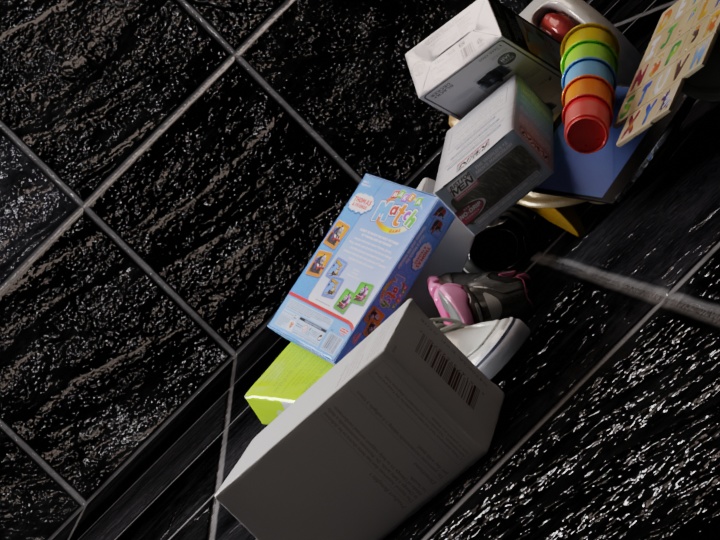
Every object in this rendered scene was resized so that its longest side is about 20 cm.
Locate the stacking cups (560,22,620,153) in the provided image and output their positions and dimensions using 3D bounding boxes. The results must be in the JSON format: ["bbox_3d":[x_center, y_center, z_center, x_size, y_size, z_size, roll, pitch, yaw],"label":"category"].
[{"bbox_3d":[0.214,-0.175,1.445,0.061,0.061,0.200,-42,14,28],"label":"stacking cups"}]

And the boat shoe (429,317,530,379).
[{"bbox_3d":[0.067,0.075,1.371,0.075,0.086,0.202,-49,6,-37],"label":"boat shoe"}]

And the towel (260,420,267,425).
[{"bbox_3d":[-0.047,0.093,1.744,0.200,0.018,0.086,-55,-5,28],"label":"towel"}]

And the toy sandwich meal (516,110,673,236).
[{"bbox_3d":[0.233,-0.107,1.558,0.205,0.070,0.205,-20,29,12],"label":"toy sandwich meal"}]

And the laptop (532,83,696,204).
[{"bbox_3d":[0.253,-0.159,1.444,0.177,0.103,0.200,-53,-6,-33],"label":"laptop"}]

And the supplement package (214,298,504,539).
[{"bbox_3d":[0.001,0.141,1.220,0.200,0.117,0.117,-42,7,22],"label":"supplement package"}]

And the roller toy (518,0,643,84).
[{"bbox_3d":[0.245,-0.236,1.831,0.140,0.200,0.182,-46,11,1],"label":"roller toy"}]

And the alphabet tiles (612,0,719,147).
[{"bbox_3d":[0.284,-0.206,1.337,0.200,0.006,0.166,-64,9,-19],"label":"alphabet tiles"}]

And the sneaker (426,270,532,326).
[{"bbox_3d":[0.122,0.030,1.489,0.095,0.079,0.200,-23,6,-2],"label":"sneaker"}]

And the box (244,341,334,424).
[{"bbox_3d":[-0.012,0.112,1.576,0.200,0.048,0.122,3,42,45],"label":"box"}]

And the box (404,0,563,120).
[{"bbox_3d":[0.155,-0.202,1.612,0.117,0.060,0.200,-35,-35,28],"label":"box"}]

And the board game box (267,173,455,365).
[{"bbox_3d":[0.000,0.000,1.592,0.200,0.037,0.151,-58,32,-5],"label":"board game box"}]

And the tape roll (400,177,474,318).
[{"bbox_3d":[0.065,-0.001,1.694,0.202,0.071,0.202,-157,90,-87],"label":"tape roll"}]

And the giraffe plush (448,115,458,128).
[{"bbox_3d":[0.149,-0.103,1.819,0.162,0.173,0.200,-55,-1,10],"label":"giraffe plush"}]

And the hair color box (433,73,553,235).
[{"bbox_3d":[0.133,-0.117,1.485,0.099,0.061,0.200,-40,12,20],"label":"hair color box"}]

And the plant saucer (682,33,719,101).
[{"bbox_3d":[0.356,-0.225,1.317,0.200,0.050,0.200,-29,25,15],"label":"plant saucer"}]

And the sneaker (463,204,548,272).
[{"bbox_3d":[0.187,-0.067,1.670,0.200,0.071,0.099,-50,7,5],"label":"sneaker"}]
